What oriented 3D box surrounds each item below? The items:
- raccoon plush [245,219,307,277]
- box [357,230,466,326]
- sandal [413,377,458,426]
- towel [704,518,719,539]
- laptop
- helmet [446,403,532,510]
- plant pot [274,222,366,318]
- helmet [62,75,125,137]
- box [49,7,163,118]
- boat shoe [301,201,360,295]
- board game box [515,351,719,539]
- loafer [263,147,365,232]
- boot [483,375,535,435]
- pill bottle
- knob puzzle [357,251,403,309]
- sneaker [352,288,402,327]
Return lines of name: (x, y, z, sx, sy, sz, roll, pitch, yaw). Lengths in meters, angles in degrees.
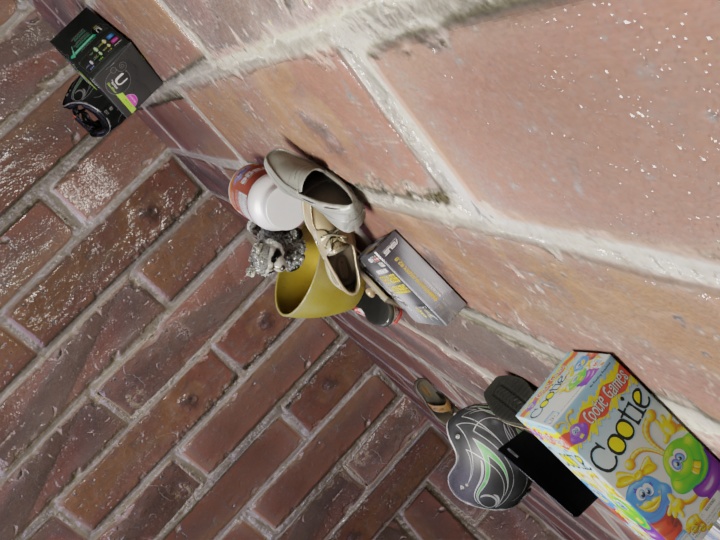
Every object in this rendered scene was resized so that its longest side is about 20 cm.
raccoon plush: (-0.204, -0.042, 1.351, 0.199, 0.133, 0.098, 15, 109, 43)
box: (0.074, 0.016, 1.102, 0.158, 0.048, 0.200, 46, 172, -5)
sandal: (0.255, 0.425, 2.207, 0.200, 0.081, 0.055, 50, 151, 10)
towel: (0.481, 0.357, 0.898, 0.147, 0.024, 0.200, 37, 171, 28)
laptop: (0.371, 0.384, 1.280, 0.177, 0.103, 0.200, 39, 170, 33)
helmet: (0.275, 0.380, 1.432, 0.198, 0.193, 0.200, 5, -165, -1)
plant pot: (-0.071, 0.015, 1.415, 0.141, 0.202, 0.200, 18, -176, -27)
helmet: (-0.829, -0.545, 2.166, 0.198, 0.192, 0.201, 11, 147, 7)
box: (-0.591, -0.484, 1.588, 0.200, 0.124, 0.149, 39, 172, 26)
boat shoe: (-0.041, -0.051, 1.112, 0.065, 0.072, 0.202, -131, 22, -60)
board game box: (0.290, 0.196, 0.749, 0.200, 0.105, 0.103, 44, 171, -2)
loafer: (-0.072, -0.134, 1.029, 0.199, 0.070, 0.070, 34, 161, 23)
boot: (0.301, 0.256, 1.116, 0.138, 0.078, 0.200, 43, 174, -28)
pill bottle: (-0.178, -0.141, 1.329, 0.112, 0.112, 0.200, 49, 170, -30)
knob puzzle: (0.000, 0.000, 1.283, 0.220, 0.030, 0.220, 45, -173, -7)
sneaker: (0.053, 0.081, 1.418, 0.107, 0.068, 0.201, 19, 180, -27)
